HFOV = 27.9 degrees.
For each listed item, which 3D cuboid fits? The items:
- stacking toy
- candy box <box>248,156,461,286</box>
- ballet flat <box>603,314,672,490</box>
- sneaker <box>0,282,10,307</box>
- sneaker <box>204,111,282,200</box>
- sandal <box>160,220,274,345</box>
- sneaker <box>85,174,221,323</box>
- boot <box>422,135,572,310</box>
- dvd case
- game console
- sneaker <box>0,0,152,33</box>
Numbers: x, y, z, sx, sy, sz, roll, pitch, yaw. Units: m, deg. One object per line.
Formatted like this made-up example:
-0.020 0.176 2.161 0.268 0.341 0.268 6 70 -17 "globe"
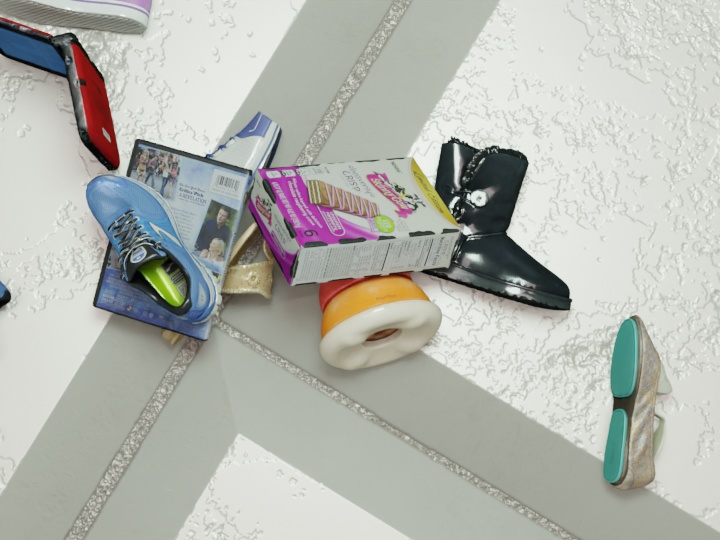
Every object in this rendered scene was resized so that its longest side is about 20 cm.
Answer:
0.000 0.000 1.662 0.146 0.146 0.201 -17 66 -3 "stacking toy"
-0.007 -0.058 1.606 0.199 0.061 0.137 -6 45 -27 "candy box"
0.323 0.154 1.672 0.067 0.068 0.201 8 89 -19 "ballet flat"
-0.470 0.087 1.645 0.089 0.079 0.200 32 84 5 "sneaker"
-0.180 -0.109 1.677 0.115 0.081 0.200 30 86 0 "sneaker"
-0.136 0.017 1.669 0.070 0.078 0.212 41 93 2 "sandal"
-0.233 -0.028 1.586 0.079 0.089 0.200 -43 80 9 "sneaker"
0.169 -0.055 1.678 0.199 0.076 0.169 18 87 7 "boot"
-0.213 -0.035 1.636 0.142 0.018 0.201 16 94 12 "dvd case"
-0.354 -0.200 1.625 0.118 0.200 0.173 -12 84 -1 "game console"
-0.345 -0.351 1.712 0.200 0.073 0.115 7 80 -10 "sneaker"
